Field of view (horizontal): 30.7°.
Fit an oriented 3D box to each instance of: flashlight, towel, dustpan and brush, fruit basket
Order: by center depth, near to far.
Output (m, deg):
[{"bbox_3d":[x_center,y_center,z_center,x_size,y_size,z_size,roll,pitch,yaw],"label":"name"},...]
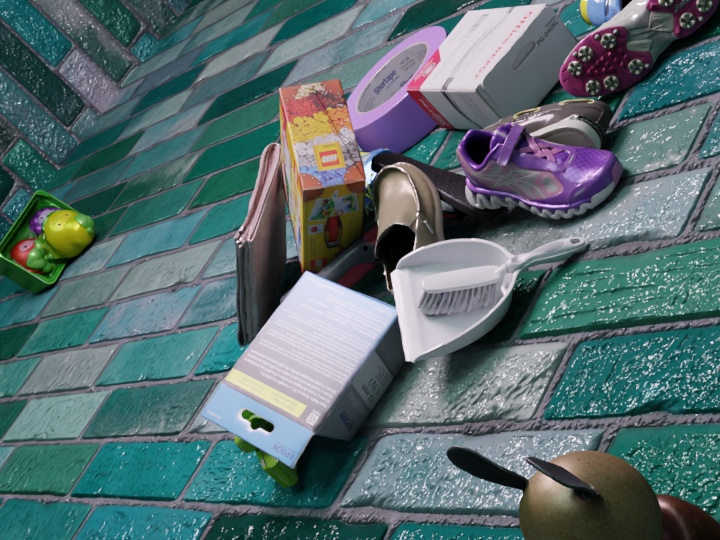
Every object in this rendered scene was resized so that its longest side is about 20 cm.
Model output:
[{"bbox_3d":[0.130,0.008,1.309,0.198,0.058,0.140,-12,44,3],"label":"dustpan and brush"},{"bbox_3d":[0.000,0.000,1.562,0.200,0.068,0.068,-43,55,19],"label":"flashlight"},{"bbox_3d":[-0.128,-0.031,1.701,0.032,0.201,0.192,8,44,6],"label":"towel"},{"bbox_3d":[-0.637,-0.071,2.703,0.217,0.155,0.216,-56,10,16],"label":"fruit basket"}]

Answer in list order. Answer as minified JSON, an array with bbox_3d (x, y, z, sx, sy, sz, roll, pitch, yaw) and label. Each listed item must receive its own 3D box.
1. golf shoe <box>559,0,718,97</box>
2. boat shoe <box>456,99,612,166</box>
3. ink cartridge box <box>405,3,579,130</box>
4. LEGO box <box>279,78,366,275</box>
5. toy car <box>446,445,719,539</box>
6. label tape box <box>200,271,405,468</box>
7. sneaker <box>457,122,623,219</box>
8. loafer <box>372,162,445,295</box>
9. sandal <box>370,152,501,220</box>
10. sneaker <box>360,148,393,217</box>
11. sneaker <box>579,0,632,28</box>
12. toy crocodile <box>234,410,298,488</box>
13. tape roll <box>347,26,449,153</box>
[{"bbox_3d":[0.311,-0.263,1.460,0.199,0.076,0.092,-33,10,23],"label":"golf shoe"},{"bbox_3d":[0.192,-0.144,1.456,0.200,0.072,0.061,-5,41,48],"label":"boat shoe"},{"bbox_3d":[0.166,-0.254,1.658,0.146,0.083,0.200,-50,23,-10],"label":"ink cartridge box"},{"bbox_3d":[-0.047,-0.107,1.586,0.076,0.201,0.150,-10,60,-8],"label":"LEGO box"},{"bbox_3d":[0.142,0.181,0.829,0.164,0.200,0.158,-5,45,58],"label":"toy car"},{"bbox_3d":[-0.053,0.113,1.391,0.142,0.066,0.201,22,68,37],"label":"label tape box"},{"bbox_3d":[0.177,-0.112,1.370,0.199,0.089,0.081,6,48,44],"label":"sneaker"},{"bbox_3d":[0.050,-0.043,1.439,0.076,0.068,0.201,-43,47,31],"label":"loafer"},{"bbox_3d":[0.089,-0.089,1.522,0.075,0.046,0.199,-11,26,-40],"label":"sandal"},{"bbox_3d":[-0.011,-0.097,1.720,0.105,0.076,0.201,-24,31,41],"label":"sneaker"},{"bbox_3d":[0.346,-0.365,1.567,0.201,0.066,0.078,-52,35,-13],"label":"sneaker"},{"bbox_3d":[-0.099,0.172,1.438,0.062,0.068,0.200,-42,23,4],"label":"toy crocodile"},{"bbox_3d":[0.064,-0.251,1.857,0.200,0.066,0.201,-38,25,21],"label":"tape roll"}]
